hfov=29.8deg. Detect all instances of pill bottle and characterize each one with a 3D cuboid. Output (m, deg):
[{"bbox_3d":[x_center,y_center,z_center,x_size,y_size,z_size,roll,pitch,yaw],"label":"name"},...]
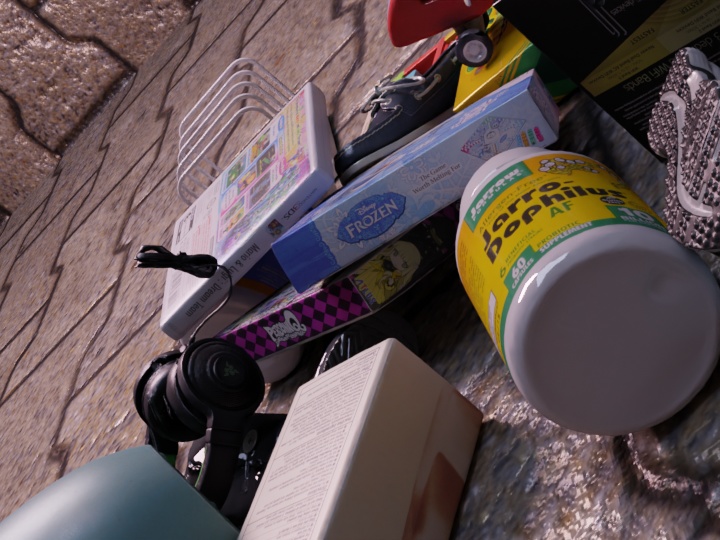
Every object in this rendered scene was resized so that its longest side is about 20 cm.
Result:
[{"bbox_3d":[0.115,-0.001,0.752,0.113,0.113,0.200,-47,20,11],"label":"pill bottle"},{"bbox_3d":[-0.081,-0.007,1.195,0.112,0.112,0.200,-35,26,38],"label":"pill bottle"}]

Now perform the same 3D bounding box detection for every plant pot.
[{"bbox_3d":[-0.144,0.210,0.851,0.161,0.201,0.200,-45,18,-11],"label":"plant pot"}]

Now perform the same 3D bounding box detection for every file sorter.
[{"bbox_3d":[-0.119,-0.128,1.469,0.139,0.124,0.200,-47,21,14],"label":"file sorter"}]

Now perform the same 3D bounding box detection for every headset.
[{"bbox_3d":[-0.131,0.084,0.984,0.123,0.094,0.201,-19,62,57],"label":"headset"}]

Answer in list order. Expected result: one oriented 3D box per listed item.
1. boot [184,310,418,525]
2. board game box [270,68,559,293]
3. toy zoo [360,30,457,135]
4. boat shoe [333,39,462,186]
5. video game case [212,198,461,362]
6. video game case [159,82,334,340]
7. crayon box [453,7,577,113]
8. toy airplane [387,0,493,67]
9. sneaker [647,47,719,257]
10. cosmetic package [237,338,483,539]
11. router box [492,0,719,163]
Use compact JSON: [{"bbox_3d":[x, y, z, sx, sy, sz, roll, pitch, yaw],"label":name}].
[{"bbox_3d":[-0.052,0.114,1.006,0.165,0.066,0.200,-59,16,-25],"label":"boot"},{"bbox_3d":[0.046,-0.069,0.962,0.198,0.043,0.200,-30,6,13],"label":"board game box"},{"bbox_3d":[0.072,-0.178,1.289,0.200,0.020,0.132,-36,25,36],"label":"toy zoo"},{"bbox_3d":[0.040,-0.135,1.126,0.200,0.062,0.075,-37,4,-34],"label":"boat shoe"},{"bbox_3d":[0.000,0.000,1.025,0.181,0.036,0.200,-37,7,-38],"label":"video game case"},{"bbox_3d":[-0.092,-0.054,1.106,0.182,0.024,0.200,-44,21,17],"label":"video game case"},{"bbox_3d":[0.163,-0.219,1.105,0.172,0.058,0.200,-37,24,35],"label":"crayon box"},{"bbox_3d":[0.101,-0.271,1.035,0.200,0.141,0.200,-59,20,-17],"label":"toy airplane"},{"bbox_3d":[0.197,-0.061,0.685,0.200,0.080,0.074,-72,0,-62],"label":"sneaker"},{"bbox_3d":[-0.009,0.152,0.793,0.103,0.087,0.200,-29,28,44],"label":"cosmetic package"},{"bbox_3d":[0.201,-0.163,0.780,0.200,0.157,0.052,-28,30,47],"label":"router box"}]
